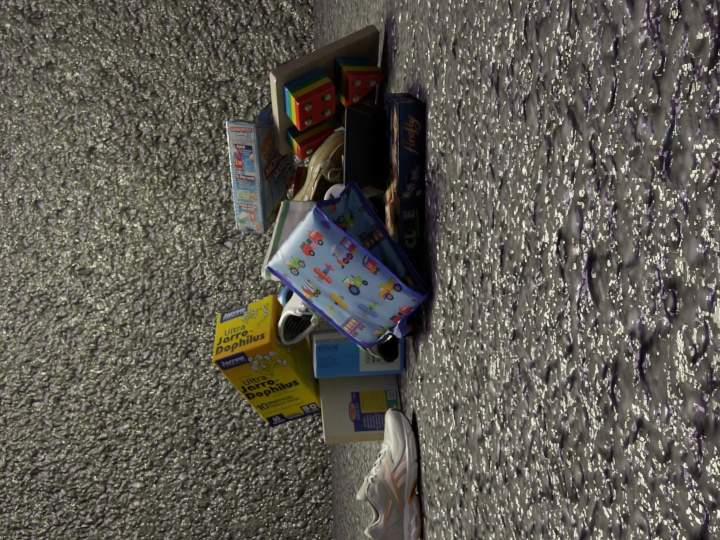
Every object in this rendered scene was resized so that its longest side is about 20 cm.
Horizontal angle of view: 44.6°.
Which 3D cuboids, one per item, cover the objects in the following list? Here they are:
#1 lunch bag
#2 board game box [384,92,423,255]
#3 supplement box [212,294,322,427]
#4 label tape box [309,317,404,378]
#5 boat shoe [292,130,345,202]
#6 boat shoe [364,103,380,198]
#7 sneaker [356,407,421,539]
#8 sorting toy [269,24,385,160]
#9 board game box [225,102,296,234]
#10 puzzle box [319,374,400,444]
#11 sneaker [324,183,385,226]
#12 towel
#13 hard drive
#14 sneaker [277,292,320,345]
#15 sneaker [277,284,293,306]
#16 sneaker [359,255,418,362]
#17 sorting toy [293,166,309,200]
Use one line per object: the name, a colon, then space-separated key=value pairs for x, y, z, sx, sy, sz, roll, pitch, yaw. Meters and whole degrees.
lunch bag: x=-0.006 y=0.011 z=1.176 sx=0.200 sy=0.094 sz=0.151 roll=49 pitch=134 yaw=5
board game box: x=0.058 y=-0.134 z=1.199 sx=0.136 sy=0.034 sz=0.201 roll=-110 pitch=18 yaw=-73
supplement box: x=-0.148 y=0.156 z=1.480 sx=0.110 sy=0.109 sz=0.200 roll=-92 pitch=-23 yaw=-47
label tape box: x=-0.012 y=0.104 z=1.459 sx=0.200 sy=0.143 sz=0.066 roll=-107 pitch=15 yaw=-67
boat shoe: x=-0.058 y=-0.144 z=1.510 sx=0.063 sy=0.073 sz=0.200 roll=46 pitch=117 yaw=40
boat shoe: x=0.016 y=-0.181 z=1.481 sx=0.071 sy=0.064 sz=0.201 roll=-41 pitch=-38 yaw=-51
sneaker: x=0.039 y=0.307 z=1.309 sx=0.076 sy=0.092 sz=0.201 roll=126 pitch=141 yaw=-80
sorting toy: x=-0.045 y=-0.283 z=1.475 sx=0.070 sy=0.198 sz=0.200 roll=53 pitch=161 yaw=24
board game box: x=-0.172 y=-0.206 z=1.570 sx=0.200 sy=0.061 sz=0.200 roll=-61 pitch=-27 yaw=-43
puzzle box: x=-0.004 y=0.195 z=1.483 sx=0.025 sy=0.132 sz=0.201 roll=95 pitch=171 yaw=-51
sneaker: x=0.031 y=-0.050 z=1.351 sx=0.200 sy=0.073 sz=0.112 roll=61 pitch=-156 yaw=5
towel: x=-0.053 y=-0.042 z=1.437 sx=0.031 sy=0.199 sz=0.150 roll=55 pitch=-135 yaw=-60
hard drive: x=0.017 y=-0.172 z=1.273 sx=0.200 sy=0.042 sz=0.135 roll=-28 pitch=-60 yaw=-75
sneaker: x=-0.070 y=0.045 z=1.363 sx=0.071 sy=0.073 sz=0.200 roll=-81 pitch=17 yaw=-48
sneaker: x=-0.047 y=0.054 z=1.578 sx=0.082 sy=0.199 sz=0.074 roll=-176 pitch=91 yaw=-76
sneaker: x=0.052 y=0.051 z=1.249 sx=0.084 sy=0.077 sz=0.200 roll=40 pitch=138 yaw=26
sorting toy: x=-0.092 y=-0.101 z=1.676 sx=0.200 sy=0.069 sz=0.200 roll=80 pitch=-164 yaw=-77
